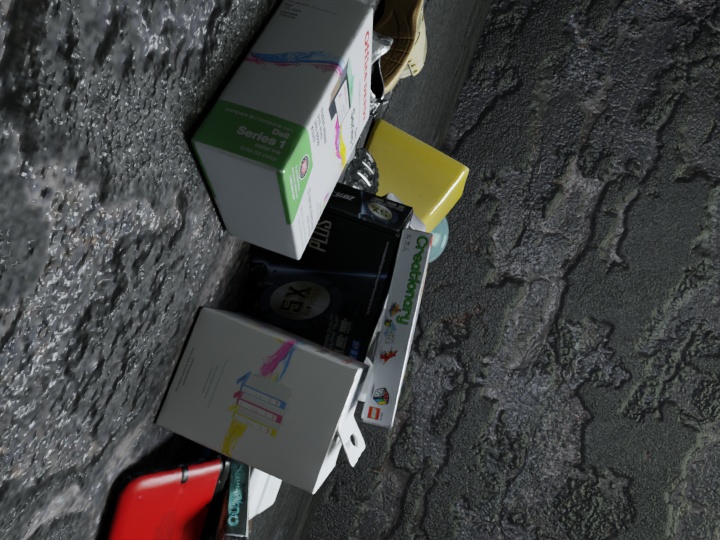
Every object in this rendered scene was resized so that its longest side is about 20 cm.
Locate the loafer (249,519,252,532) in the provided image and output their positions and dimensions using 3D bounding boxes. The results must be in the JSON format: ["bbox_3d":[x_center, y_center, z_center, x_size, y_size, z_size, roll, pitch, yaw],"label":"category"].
[{"bbox_3d":[-0.190,0.362,0.770,0.201,0.071,0.073,-61,-174,-33],"label":"loafer"}]

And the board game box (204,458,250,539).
[{"bbox_3d":[-0.173,0.302,0.621,0.136,0.028,0.201,-104,-145,-53],"label":"board game box"}]

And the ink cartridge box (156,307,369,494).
[{"bbox_3d":[-0.082,0.136,0.561,0.129,0.198,0.126,51,60,-80],"label":"ink cartridge box"}]

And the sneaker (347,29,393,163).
[{"bbox_3d":[-0.007,-0.211,0.663,0.201,0.081,0.075,98,14,-52],"label":"sneaker"}]

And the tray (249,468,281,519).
[{"bbox_3d":[-0.102,0.221,0.669,0.107,0.022,0.202,61,46,-74],"label":"tray"}]

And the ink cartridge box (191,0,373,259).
[{"bbox_3d":[-0.060,-0.137,0.492,0.145,0.083,0.201,92,19,-63],"label":"ink cartridge box"}]

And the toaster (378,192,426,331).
[{"bbox_3d":[0.000,0.000,0.835,0.199,0.118,0.182,-19,-134,47],"label":"toaster"}]

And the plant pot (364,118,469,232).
[{"bbox_3d":[0.080,-0.151,1.050,0.177,0.199,0.200,-58,171,-2],"label":"plant pot"}]

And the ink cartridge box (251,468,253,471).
[{"bbox_3d":[-0.131,0.198,0.779,0.200,0.084,0.146,-57,163,-57],"label":"ink cartridge box"}]

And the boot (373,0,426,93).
[{"bbox_3d":[0.059,-0.342,0.826,0.155,0.072,0.202,58,47,-76],"label":"boot"}]

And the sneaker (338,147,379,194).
[{"bbox_3d":[-0.037,-0.097,0.774,0.074,0.079,0.201,39,70,-42],"label":"sneaker"}]

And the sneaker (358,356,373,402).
[{"bbox_3d":[-0.048,0.176,0.898,0.073,0.200,0.113,-22,138,-36],"label":"sneaker"}]

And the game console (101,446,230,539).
[{"bbox_3d":[-0.225,0.272,0.578,0.172,0.118,0.202,8,103,-50],"label":"game console"}]

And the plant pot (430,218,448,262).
[{"bbox_3d":[0.155,-0.123,1.617,0.134,0.199,0.202,4,108,-53],"label":"plant pot"}]

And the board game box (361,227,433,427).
[{"bbox_3d":[0.044,0.063,0.586,0.126,0.034,0.202,46,57,-81],"label":"board game box"}]

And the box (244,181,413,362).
[{"bbox_3d":[-0.043,0.000,0.636,0.086,0.162,0.201,-55,163,-60],"label":"box"}]
